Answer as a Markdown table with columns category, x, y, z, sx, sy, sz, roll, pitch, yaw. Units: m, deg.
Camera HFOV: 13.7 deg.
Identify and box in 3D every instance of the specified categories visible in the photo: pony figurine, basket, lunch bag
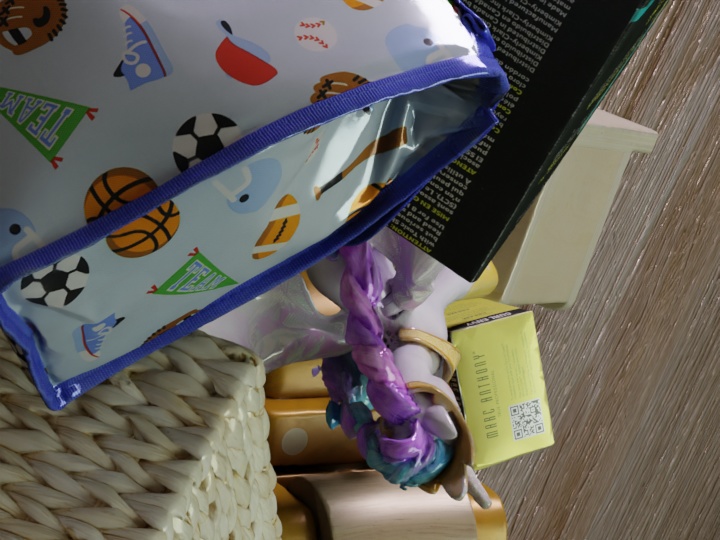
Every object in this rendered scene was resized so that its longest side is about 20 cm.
| category | x | y | z | sx | sy | sz | roll | pitch | yaw |
| --- | --- | --- | --- | --- | --- | --- | --- | --- | --- |
| pony figurine | 0.000 | 0.000 | 1.365 | 0.166 | 0.193 | 0.200 | -33 | -159 | 15 |
| basket | -0.142 | 0.108 | 1.142 | 0.161 | 0.199 | 0.199 | -58 | 160 | -31 |
| lunch bag | -0.069 | -0.076 | 1.064 | 0.199 | 0.170 | 0.124 | -31 | 156 | -7 |

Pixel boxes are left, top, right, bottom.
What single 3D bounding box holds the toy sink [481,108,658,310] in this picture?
| category | x | y | z | sx | sy | sz | roll | pitch | yaw |
| --- | --- | --- | --- | --- | --- | --- | --- | --- | --- |
| toy sink | 0.066 | -0.049 | 1.651 | 0.113 | 0.130 | 0.200 | -70 | 162 | 8 |

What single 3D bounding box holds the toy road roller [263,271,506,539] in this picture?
| category | x | y | z | sx | sy | sz | roll | pitch | yaw |
| --- | --- | --- | --- | --- | --- | --- | --- | --- | --- |
| toy road roller | -0.016 | 0.075 | 1.480 | 0.122 | 0.200 | 0.147 | -2 | 108 | -25 |

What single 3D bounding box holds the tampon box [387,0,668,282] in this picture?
| category | x | y | z | sx | sy | sz | roll | pitch | yaw |
| --- | --- | --- | --- | --- | --- | --- | --- | --- | --- |
| tampon box | 0.059 | -0.127 | 1.194 | 0.150 | 0.126 | 0.200 | -53 | 176 | -38 |

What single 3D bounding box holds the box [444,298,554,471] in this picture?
| category | x | y | z | sx | sy | sz | roll | pitch | yaw |
| --- | --- | --- | --- | --- | --- | --- | --- | --- | --- |
| box | 0.031 | 0.050 | 1.569 | 0.050 | 0.200 | 0.076 | -14 | 100 | -22 |
